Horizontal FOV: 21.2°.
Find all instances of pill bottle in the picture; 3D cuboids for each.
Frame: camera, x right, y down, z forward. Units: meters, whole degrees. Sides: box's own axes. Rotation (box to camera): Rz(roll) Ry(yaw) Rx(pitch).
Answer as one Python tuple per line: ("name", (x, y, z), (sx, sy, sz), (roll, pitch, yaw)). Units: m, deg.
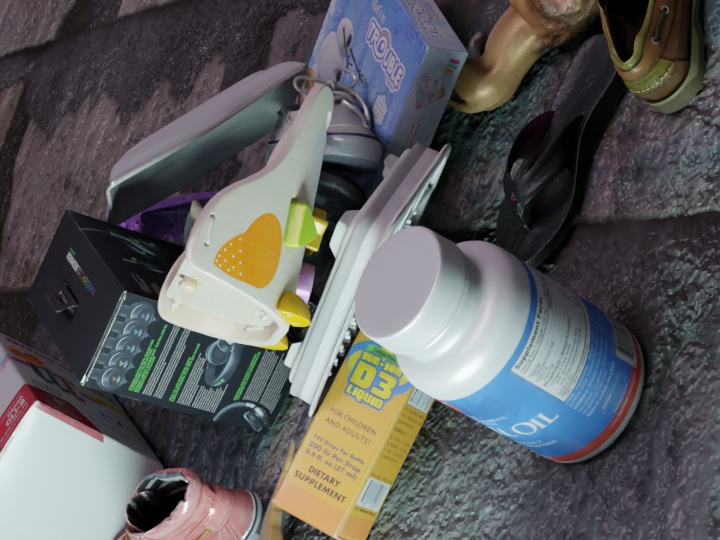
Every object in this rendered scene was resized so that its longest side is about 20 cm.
("pill bottle", (0.093, 0.048, 1.315), (0.112, 0.199, 0.113), (-31, 44, 36))

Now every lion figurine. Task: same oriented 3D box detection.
("lion figurine", (0.124, -0.188, 1.572), (0.201, 0.072, 0.123), (-58, 40, 29))

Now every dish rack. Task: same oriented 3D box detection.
("dish rack", (0.000, 0.000, 1.486), (0.172, 0.043, 0.201), (-56, -10, -53))

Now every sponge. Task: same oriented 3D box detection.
("sponge", (-0.140, -0.051, 1.767), (0.199, 0.111, 0.030), (1, 103, 53))

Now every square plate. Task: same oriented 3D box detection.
("square plate", (-0.143, -0.111, 1.673), (0.199, 0.029, 0.198), (-32, -3, -12))

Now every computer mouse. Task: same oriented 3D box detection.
("computer mouse", (-0.071, -0.044, 1.598), (0.200, 0.139, 0.046), (116, 176, -53))

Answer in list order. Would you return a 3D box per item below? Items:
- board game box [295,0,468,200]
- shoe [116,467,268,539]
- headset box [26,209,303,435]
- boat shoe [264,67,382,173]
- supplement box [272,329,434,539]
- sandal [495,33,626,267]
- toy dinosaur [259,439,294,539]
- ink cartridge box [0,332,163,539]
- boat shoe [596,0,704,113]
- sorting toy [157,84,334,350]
("board game box", (0.009, -0.153, 1.644), (0.200, 0.043, 0.201), (-67, 29, 29))
("shoe", (-0.174, 0.219, 1.631), (0.199, 0.091, 0.072), (-25, 48, 40))
("headset box", (-0.173, 0.042, 1.651), (0.093, 0.199, 0.174), (-63, 34, 13))
("boat shoe", (-0.027, -0.127, 1.590), (0.202, 0.074, 0.087), (-172, 91, -75))
("supplement box", (0.010, 0.107, 1.483), (0.066, 0.069, 0.201), (25, 84, 24))
("sandal", (0.145, -0.096, 1.483), (0.075, 0.048, 0.202), (9, 73, 54))
("toy dinosaur", (-0.069, 0.248, 1.526), (0.106, 0.061, 0.201), (-24, 49, 8))
("ink cartridge box", (-0.299, 0.171, 1.761), (0.145, 0.145, 0.200), (-58, 29, 3))
("boat shoe", (0.217, -0.215, 1.458), (0.072, 0.068, 0.201), (-37, 40, 33))
("sorting toy", (-0.067, -0.046, 1.448), (0.200, 0.106, 0.181), (135, 156, -73))
